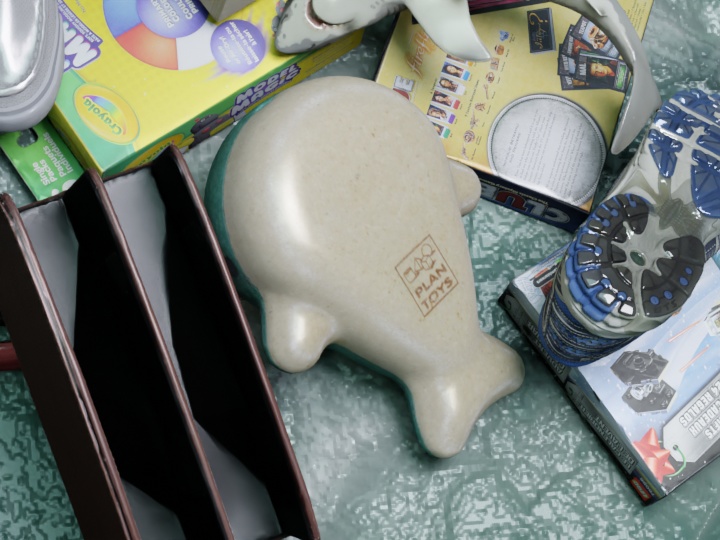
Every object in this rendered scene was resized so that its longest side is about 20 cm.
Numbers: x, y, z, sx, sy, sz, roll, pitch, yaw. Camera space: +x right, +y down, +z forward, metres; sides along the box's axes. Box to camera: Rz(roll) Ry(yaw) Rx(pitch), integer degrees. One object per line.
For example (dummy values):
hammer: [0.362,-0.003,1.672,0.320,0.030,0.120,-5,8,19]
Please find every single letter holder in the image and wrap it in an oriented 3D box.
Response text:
letter holder: [-0.094,0.050,0.804,0.100,0.142,0.201,-20,91,-17]

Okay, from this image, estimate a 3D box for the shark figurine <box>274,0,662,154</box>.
shark figurine: [0.075,-0.148,0.915,0.213,0.090,0.129,17,98,0]

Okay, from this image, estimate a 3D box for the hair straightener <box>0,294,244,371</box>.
hair straightener: [-0.155,0.010,0.883,0.199,0.041,0.077,-5,74,-11]

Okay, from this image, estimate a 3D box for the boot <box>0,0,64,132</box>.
boot: [-0.188,-0.175,0.857,0.073,0.096,0.201,-10,75,-11]

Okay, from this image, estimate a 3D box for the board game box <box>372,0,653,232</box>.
board game box: [0.089,-0.138,0.973,0.135,0.035,0.201,21,71,-3]

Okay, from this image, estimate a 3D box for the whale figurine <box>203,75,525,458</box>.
whale figurine: [0.000,0.000,0.895,0.159,0.104,0.200,-45,108,-30]

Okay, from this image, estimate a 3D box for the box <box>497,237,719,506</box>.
box: [0.193,0.013,0.941,0.199,0.040,0.137,-32,80,-17]

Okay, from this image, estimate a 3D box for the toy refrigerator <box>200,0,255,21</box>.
toy refrigerator: [-0.015,-0.217,0.919,0.200,0.070,0.076,-36,83,-23]

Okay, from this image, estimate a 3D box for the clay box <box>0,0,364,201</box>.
clay box: [-0.108,-0.125,0.929,0.199,0.048,0.115,-34,80,-19]

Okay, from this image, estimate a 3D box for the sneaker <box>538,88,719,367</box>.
sneaker: [0.147,-0.021,0.887,0.077,0.085,0.200,44,49,8]
